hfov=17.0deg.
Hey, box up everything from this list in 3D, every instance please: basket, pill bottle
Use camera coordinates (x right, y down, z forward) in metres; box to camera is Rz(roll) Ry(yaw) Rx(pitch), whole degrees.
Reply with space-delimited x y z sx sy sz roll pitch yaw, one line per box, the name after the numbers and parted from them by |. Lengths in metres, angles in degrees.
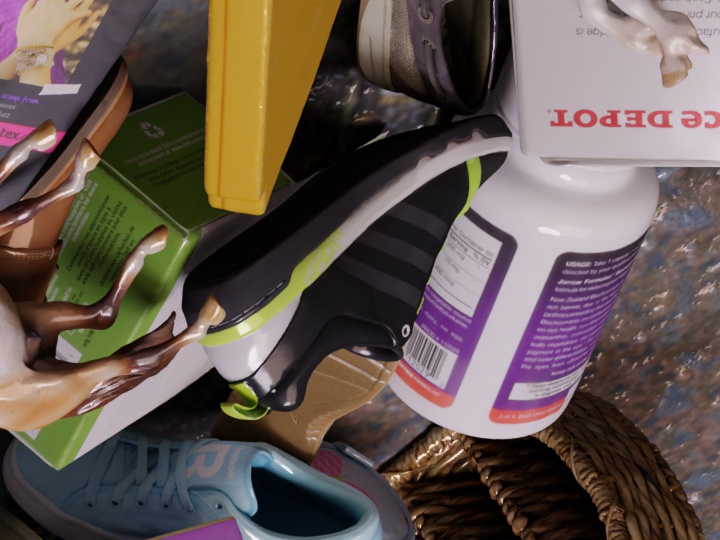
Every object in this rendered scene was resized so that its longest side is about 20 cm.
0.096 0.167 1.342 0.149 0.200 0.143 -2 134 -29 | basket
0.084 -0.021 1.205 0.111 0.112 0.200 -5 135 -28 | pill bottle

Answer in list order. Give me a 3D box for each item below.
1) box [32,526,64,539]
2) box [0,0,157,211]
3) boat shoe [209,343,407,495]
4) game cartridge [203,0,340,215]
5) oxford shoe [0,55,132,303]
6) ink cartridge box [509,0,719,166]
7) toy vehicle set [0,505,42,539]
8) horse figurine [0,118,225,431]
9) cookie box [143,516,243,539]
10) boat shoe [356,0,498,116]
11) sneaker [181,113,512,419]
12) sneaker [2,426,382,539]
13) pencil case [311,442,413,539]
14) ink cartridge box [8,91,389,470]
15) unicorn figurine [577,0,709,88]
-0.222 0.198 1.288 0.199 0.064 0.070 -16 139 -18 | box
-0.158 -0.123 0.937 0.106 0.122 0.200 17 121 -40 | box
-0.022 0.039 1.223 0.074 0.069 0.200 31 139 -5 | boat shoe
-0.027 -0.145 0.951 0.032 0.200 0.177 12 136 7 | game cartridge
-0.155 -0.008 1.023 0.071 0.071 0.200 36 91 -41 | oxford shoe
0.139 -0.151 1.029 0.146 0.084 0.201 2 119 14 | ink cartridge box
-0.259 0.167 1.195 0.199 0.124 0.027 -17 97 -15 | toy vehicle set
-0.140 0.012 0.958 0.132 0.050 0.200 -34 139 6 | horse figurine
-0.147 0.206 1.184 0.171 0.075 0.200 -13 159 -21 | cookie box
0.040 -0.148 1.063 0.072 0.065 0.200 -48 157 -35 | boat shoe
0.000 0.000 1.087 0.200 0.072 0.083 -35 107 -32 | sneaker
-0.081 0.106 1.221 0.199 0.074 0.082 16 139 -4 | sneaker
-0.057 0.188 1.347 0.083 0.091 0.200 37 112 -12 | pencil case
-0.089 -0.010 1.151 0.148 0.076 0.200 -58 167 29 | ink cartridge box
0.103 -0.142 0.962 0.200 0.074 0.137 -39 103 12 | unicorn figurine
